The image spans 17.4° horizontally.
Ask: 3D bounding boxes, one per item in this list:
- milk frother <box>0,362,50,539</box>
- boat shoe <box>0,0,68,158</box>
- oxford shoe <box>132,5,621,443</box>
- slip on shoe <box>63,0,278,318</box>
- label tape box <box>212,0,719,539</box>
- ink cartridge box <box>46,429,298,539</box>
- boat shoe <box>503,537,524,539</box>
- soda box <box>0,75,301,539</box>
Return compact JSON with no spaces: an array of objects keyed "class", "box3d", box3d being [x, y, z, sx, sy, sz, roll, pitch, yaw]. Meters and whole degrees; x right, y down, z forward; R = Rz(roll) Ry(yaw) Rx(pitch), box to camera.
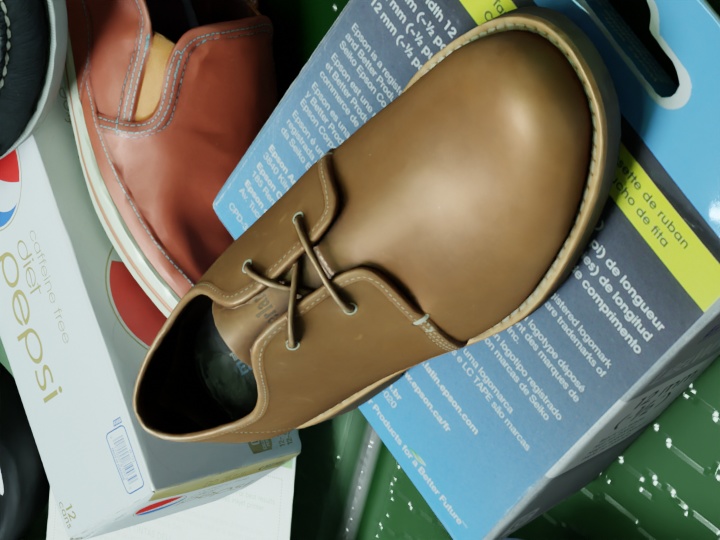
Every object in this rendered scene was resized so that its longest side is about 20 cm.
[{"class":"milk frother","box3d":[-0.244,0.096,0.930,0.189,0.200,0.180,52,138,-4]},{"class":"boat shoe","box3d":[-0.158,-0.044,0.779,0.076,0.060,0.200,41,139,2]},{"class":"oxford shoe","box3d":[0.000,0.000,0.655,0.072,0.071,0.200,57,136,13]},{"class":"slip on shoe","box3d":[-0.057,-0.063,0.787,0.061,0.074,0.201,-19,89,46]},{"class":"label tape box","box3d":[0.054,-0.030,0.685,0.144,0.066,0.200,53,135,15]},{"class":"ink cartridge box","box3d":[-0.064,0.114,0.893,0.145,0.048,0.202,9,93,44]},{"class":"boat shoe","box3d":[0.079,0.114,0.730,0.199,0.067,0.057,20,106,35]},{"class":"soda box","box3d":[-0.093,-0.013,0.825,0.064,0.068,0.201,-31,75,49]}]
